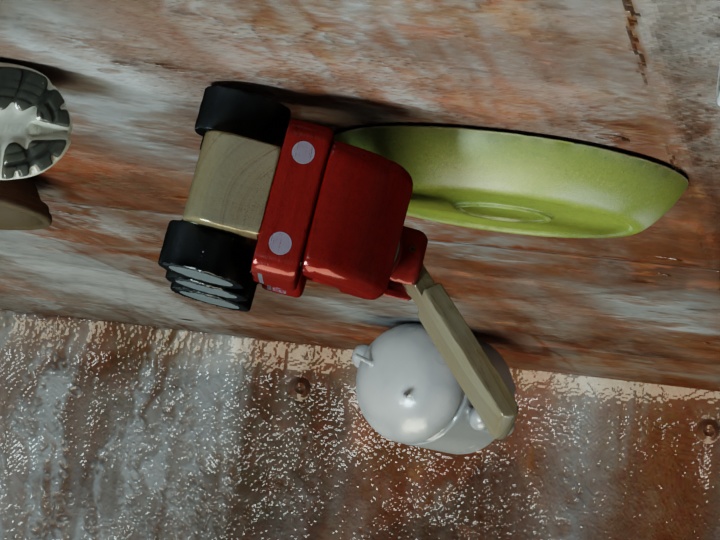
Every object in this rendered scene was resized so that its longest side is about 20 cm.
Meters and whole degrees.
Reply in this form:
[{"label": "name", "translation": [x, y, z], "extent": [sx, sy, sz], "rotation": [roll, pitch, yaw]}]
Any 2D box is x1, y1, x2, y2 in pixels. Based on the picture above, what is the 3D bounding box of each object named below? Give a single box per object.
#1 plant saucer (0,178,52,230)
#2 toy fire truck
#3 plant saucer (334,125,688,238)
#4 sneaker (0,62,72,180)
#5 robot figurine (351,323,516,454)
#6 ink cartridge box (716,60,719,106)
[{"label": "plant saucer", "translation": [-0.308, -0.058, 1.783], "extent": [0.199, 0.030, 0.200], "rotation": [7, 173, 1]}, {"label": "toy fire truck", "translation": [0.000, 0.000, 1.372], "extent": [0.199, 0.130, 0.176], "rotation": [14, 173, 1]}, {"label": "plant saucer", "translation": [0.080, -0.045, 1.439], "extent": [0.199, 0.031, 0.200], "rotation": [7, 173, 1]}, {"label": "sneaker", "translation": [-0.250, -0.077, 1.347], "extent": [0.199, 0.078, 0.085], "rotation": [9, 179, -14]}, {"label": "robot figurine", "translation": [0.071, 0.113, 2.480], "extent": [0.169, 0.114, 0.200], "rotation": [23, -177, 34]}, {"label": "ink cartridge box", "translation": [0.272, -0.066, 0.983], "extent": [0.199, 0.041, 0.200], "rotation": [11, 173, -32]}]
